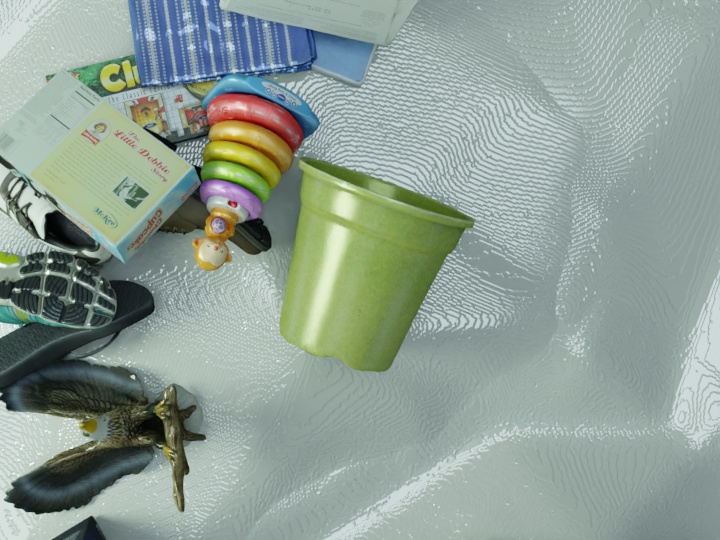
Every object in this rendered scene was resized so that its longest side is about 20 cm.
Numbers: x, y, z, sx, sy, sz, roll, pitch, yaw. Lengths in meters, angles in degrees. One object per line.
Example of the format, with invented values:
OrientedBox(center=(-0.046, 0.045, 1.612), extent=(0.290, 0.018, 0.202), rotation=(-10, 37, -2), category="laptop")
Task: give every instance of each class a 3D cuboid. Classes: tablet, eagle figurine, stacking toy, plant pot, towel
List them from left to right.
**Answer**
OrientedBox(center=(-0.275, 0.170, 1.325), extent=(0.197, 0.152, 0.153), rotation=(-6, 46, 20), category="eagle figurine")
OrientedBox(center=(-0.153, -0.280, 1.365), extent=(0.197, 0.024, 0.147), rotation=(-8, 84, -8), category="towel")
OrientedBox(center=(-0.130, -0.093, 1.298), extent=(0.115, 0.109, 0.202), rotation=(26, 68, -20), category="stacking toy")
OrientedBox(center=(-0.024, -0.323, 1.409), extent=(0.129, 0.014, 0.202), rotation=(20, 87, -8), category="tablet")
OrientedBox(center=(0.000, 0.000, 1.335), extent=(0.198, 0.200, 0.186), rotation=(17, 99, -8), category="plant pot")

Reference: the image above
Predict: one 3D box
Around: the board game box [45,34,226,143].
OrientedBox(center=(-0.236, -0.185, 1.371), extent=(0.197, 0.023, 0.106), rotation=(-16, 90, -9), category="board game box")

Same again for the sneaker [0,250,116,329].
OrientedBox(center=(-0.348, 0.024, 1.312), extent=(0.197, 0.080, 0.078), rotation=(11, 62, 7), category="sneaker")

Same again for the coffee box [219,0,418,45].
OrientedBox(center=(-0.025, -0.379, 1.289), extent=(0.197, 0.200, 0.201), rotation=(11, 75, -10), category="coffee box")

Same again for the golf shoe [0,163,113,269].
OrientedBox(center=(-0.341, -0.078, 1.318), extent=(0.199, 0.094, 0.078), rotation=(33, 86, -5), category="golf shoe")

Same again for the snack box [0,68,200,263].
OrientedBox(center=(-0.273, -0.110, 1.274), extent=(0.199, 0.037, 0.116), rotation=(36, 73, 20), category="snack box")

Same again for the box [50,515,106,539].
OrientedBox(center=(-0.287, 0.352, 1.267), extent=(0.104, 0.200, 0.149), rotation=(-30, 95, -8), category="box")

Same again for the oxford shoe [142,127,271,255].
OrientedBox(center=(-0.187, -0.070, 1.363), extent=(0.199, 0.073, 0.085), rotation=(34, 109, -10), category="oxford shoe")

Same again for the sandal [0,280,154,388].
OrientedBox(center=(-0.313, 0.069, 1.340), extent=(0.198, 0.076, 0.043), rotation=(-25, 131, -7), category="sandal")
